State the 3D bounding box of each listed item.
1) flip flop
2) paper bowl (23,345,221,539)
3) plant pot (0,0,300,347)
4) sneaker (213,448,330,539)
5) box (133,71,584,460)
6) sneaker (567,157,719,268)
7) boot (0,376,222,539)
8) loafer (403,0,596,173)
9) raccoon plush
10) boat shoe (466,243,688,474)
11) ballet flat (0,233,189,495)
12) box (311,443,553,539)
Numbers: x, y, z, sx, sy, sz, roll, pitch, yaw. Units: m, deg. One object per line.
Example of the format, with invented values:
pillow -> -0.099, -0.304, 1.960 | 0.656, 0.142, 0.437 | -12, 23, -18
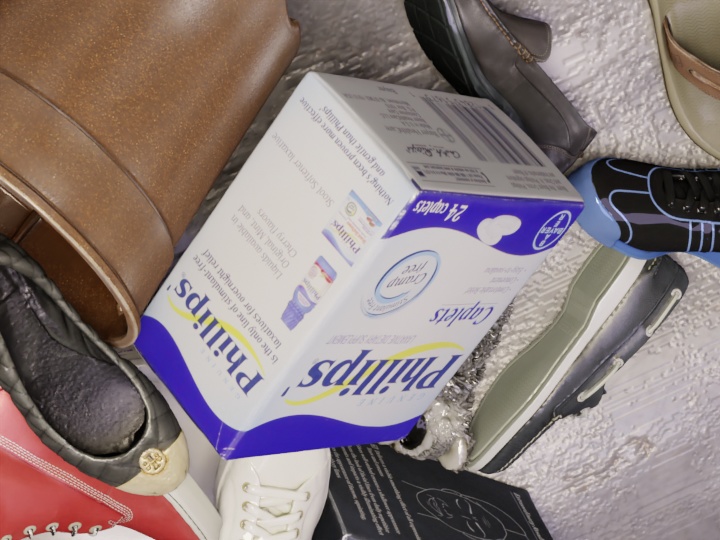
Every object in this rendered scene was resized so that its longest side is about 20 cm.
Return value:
flip flop -> 0.233, -0.148, 1.198 | 0.081, 0.058, 0.201 | -25, 118, -2
paper bowl -> -0.148, 0.125, 1.202 | 0.199, 0.104, 0.202 | -6, 117, -12
plant pot -> -0.148, -0.098, 1.030 | 0.200, 0.200, 0.199 | 46, 68, -28
sneaker -> -0.057, 0.180, 1.144 | 0.072, 0.085, 0.201 | 9, 111, -20
box -> 0.000, 0.000, 1.074 | 0.183, 0.105, 0.200 | 1, 132, -54
sneaker -> 0.232, -0.043, 1.227 | 0.199, 0.071, 0.078 | 13, 146, -28
boot -> -0.180, 0.145, 1.069 | 0.200, 0.072, 0.145 | 43, 68, -30
loafer -> 0.085, -0.137, 1.164 | 0.072, 0.073, 0.201 | -34, 128, -7
raccoon plush -> 0.084, 0.047, 1.238 | 0.199, 0.097, 0.135 | -26, 126, -2
boat shoe -> 0.147, 0.066, 1.268 | 0.060, 0.076, 0.200 | 34, 103, -20
ballet flat -> -0.159, 0.058, 0.999 | 0.066, 0.057, 0.200 | -45, 120, -9
box -> 0.033, 0.204, 1.259 | 0.199, 0.149, 0.108 | 20, 109, -24
